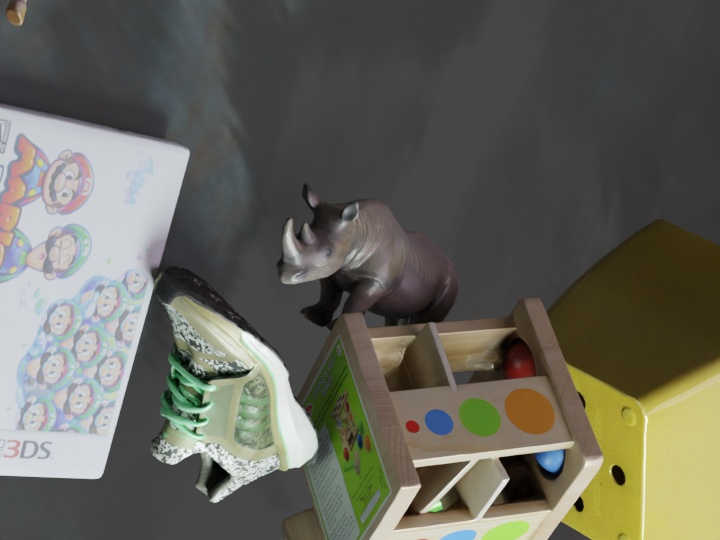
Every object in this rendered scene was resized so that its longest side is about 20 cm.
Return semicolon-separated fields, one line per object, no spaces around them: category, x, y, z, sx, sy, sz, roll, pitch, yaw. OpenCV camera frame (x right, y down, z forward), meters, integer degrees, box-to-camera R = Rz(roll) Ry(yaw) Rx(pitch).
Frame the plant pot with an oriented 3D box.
plant pot;0.223;0.106;1.697;0.176;0.200;0.201;-21;122;-34

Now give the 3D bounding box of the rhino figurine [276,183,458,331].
rhino figurine;0.000;0.000;1.453;0.088;0.060;0.200;-61;146;-3

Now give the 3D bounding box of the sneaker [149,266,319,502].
sneaker;-0.089;0.079;1.363;0.089;0.077;0.200;-41;141;-13

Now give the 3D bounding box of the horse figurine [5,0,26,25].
horse figurine;-0.204;-0.208;1.095;0.200;0.050;0.133;30;69;-48

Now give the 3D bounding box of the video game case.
video game case;-0.181;0.014;1.253;0.182;0.024;0.201;9;97;-54

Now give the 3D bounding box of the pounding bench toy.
pounding bench toy;0.046;0.126;1.467;0.155;0.125;0.200;-4;147;-24
